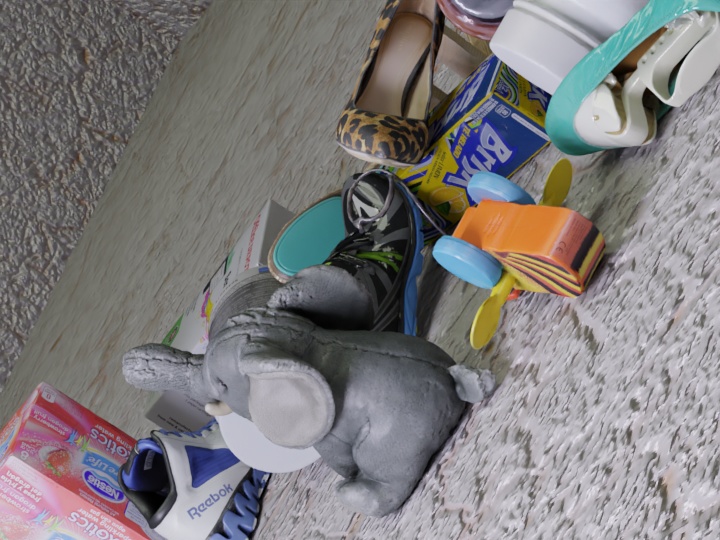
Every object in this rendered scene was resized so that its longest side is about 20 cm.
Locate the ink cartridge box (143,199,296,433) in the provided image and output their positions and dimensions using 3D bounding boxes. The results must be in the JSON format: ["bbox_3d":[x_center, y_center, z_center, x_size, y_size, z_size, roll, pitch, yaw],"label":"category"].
[{"bbox_3d":[-0.112,0.053,1.905,0.200,0.084,0.145,-52,15,23],"label":"ink cartridge box"}]

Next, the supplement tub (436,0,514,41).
[{"bbox_3d":[0.113,-0.232,1.583,0.107,0.107,0.200,-55,-4,12],"label":"supplement tub"}]

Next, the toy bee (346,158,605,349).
[{"bbox_3d":[0.098,-0.020,1.330,0.131,0.109,0.200,-48,39,5],"label":"toy bee"}]

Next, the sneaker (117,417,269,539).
[{"bbox_3d":[-0.137,0.159,1.691,0.081,0.115,0.200,-47,17,33],"label":"sneaker"}]

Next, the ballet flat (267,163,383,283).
[{"bbox_3d":[0.002,-0.043,1.697,0.199,0.071,0.065,-37,-13,-21],"label":"ballet flat"}]

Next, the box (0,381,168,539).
[{"bbox_3d":[-0.225,0.204,1.724,0.095,0.199,0.103,-46,18,32],"label":"box"}]

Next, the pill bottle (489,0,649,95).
[{"bbox_3d":[0.178,-0.219,1.409,0.201,0.114,0.114,-58,13,0],"label":"pill bottle"}]

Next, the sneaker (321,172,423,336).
[{"bbox_3d":[0.000,0.000,1.548,0.071,0.082,0.201,-44,34,44],"label":"sneaker"}]

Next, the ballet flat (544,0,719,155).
[{"bbox_3d":[0.183,-0.124,1.297,0.200,0.067,0.071,-49,30,41],"label":"ballet flat"}]

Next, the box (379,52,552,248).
[{"bbox_3d":[0.084,-0.099,1.586,0.200,0.064,0.070,-42,21,51],"label":"box"}]

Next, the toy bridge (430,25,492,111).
[{"bbox_3d":[0.086,-0.191,1.778,0.027,0.067,0.201,-47,16,36],"label":"toy bridge"}]

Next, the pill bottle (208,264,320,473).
[{"bbox_3d":[-0.068,0.079,1.626,0.114,0.113,0.200,-54,14,14],"label":"pill bottle"}]

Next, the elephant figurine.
[{"bbox_3d":[-0.040,0.070,1.357,0.156,0.199,0.142,-56,13,4],"label":"elephant figurine"}]

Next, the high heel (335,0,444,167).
[{"bbox_3d":[0.030,-0.160,1.555,0.200,0.071,0.144,-81,6,-75],"label":"high heel"}]
